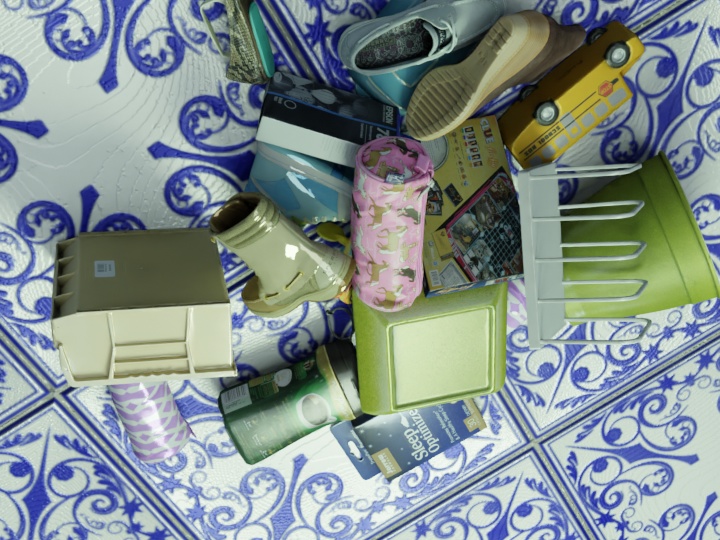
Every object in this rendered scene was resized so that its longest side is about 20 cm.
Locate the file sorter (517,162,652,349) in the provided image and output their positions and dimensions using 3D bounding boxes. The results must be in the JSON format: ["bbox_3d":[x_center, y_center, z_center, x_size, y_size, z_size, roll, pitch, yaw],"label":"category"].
[{"bbox_3d":[0.263,-0.023,1.250,0.123,0.139,0.203,-2,98,23],"label":"file sorter"}]

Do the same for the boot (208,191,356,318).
[{"bbox_3d":[-0.118,-0.017,1.257,0.155,0.199,0.073,36,62,-26],"label":"boot"}]

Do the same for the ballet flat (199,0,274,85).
[{"bbox_3d":[-0.141,-0.298,1.181,0.074,0.068,0.202,1,122,9],"label":"ballet flat"}]

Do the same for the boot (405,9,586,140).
[{"bbox_3d":[0.160,-0.220,1.263,0.200,0.073,0.166,-42,160,33],"label":"boot"}]

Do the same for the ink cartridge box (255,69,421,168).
[{"bbox_3d":[-0.017,-0.163,1.239,0.198,0.100,0.039,16,131,-11],"label":"ink cartridge box"}]

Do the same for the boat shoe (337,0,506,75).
[{"bbox_3d":[0.074,-0.260,1.201,0.199,0.072,0.071,-19,121,-4],"label":"boat shoe"}]

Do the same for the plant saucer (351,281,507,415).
[{"bbox_3d":[0.095,0.097,1.342,0.197,0.048,0.202,-10,125,-9],"label":"plant saucer"}]

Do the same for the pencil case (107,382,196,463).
[{"bbox_3d":[-0.278,0.150,1.384,0.085,0.084,0.202,-28,126,-25],"label":"pencil case"}]

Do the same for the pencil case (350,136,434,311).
[{"bbox_3d":[0.034,-0.049,1.216,0.082,0.087,0.202,-16,134,-20],"label":"pencil case"}]

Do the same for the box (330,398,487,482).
[{"bbox_3d":[0.069,0.223,1.535,0.199,0.032,0.122,-29,121,4],"label":"box"}]

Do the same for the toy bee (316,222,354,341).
[{"bbox_3d":[0.000,0.000,1.337,0.129,0.108,0.203,9,98,24],"label":"toy bee"}]

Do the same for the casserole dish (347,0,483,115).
[{"bbox_3d":[0.074,-0.265,1.263,0.121,0.039,0.200,36,104,-28],"label":"casserole dish"}]

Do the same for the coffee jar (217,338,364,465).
[{"bbox_3d":[-0.082,0.172,1.437,0.198,0.086,0.105,-24,118,1],"label":"coffee jar"}]

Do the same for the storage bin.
[{"bbox_3d":[-0.252,0.037,1.253,0.196,0.200,0.095,-3,118,-12],"label":"storage bin"}]

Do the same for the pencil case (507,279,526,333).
[{"bbox_3d":[0.150,0.065,1.428,0.200,0.084,0.086,-41,100,10],"label":"pencil case"}]

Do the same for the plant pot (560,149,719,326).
[{"bbox_3d":[0.333,-0.023,1.385,0.191,0.201,0.201,-22,122,13],"label":"plant pot"}]

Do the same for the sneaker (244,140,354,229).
[{"bbox_3d":[-0.051,-0.073,1.302,0.198,0.080,0.131,28,114,0],"label":"sneaker"}]

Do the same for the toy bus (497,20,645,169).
[{"bbox_3d":[0.260,-0.210,1.322,0.199,0.065,0.078,-39,120,9],"label":"toy bus"}]

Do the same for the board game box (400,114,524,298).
[{"bbox_3d":[0.121,-0.079,1.304,0.134,0.035,0.202,-10,76,-8],"label":"board game box"}]
